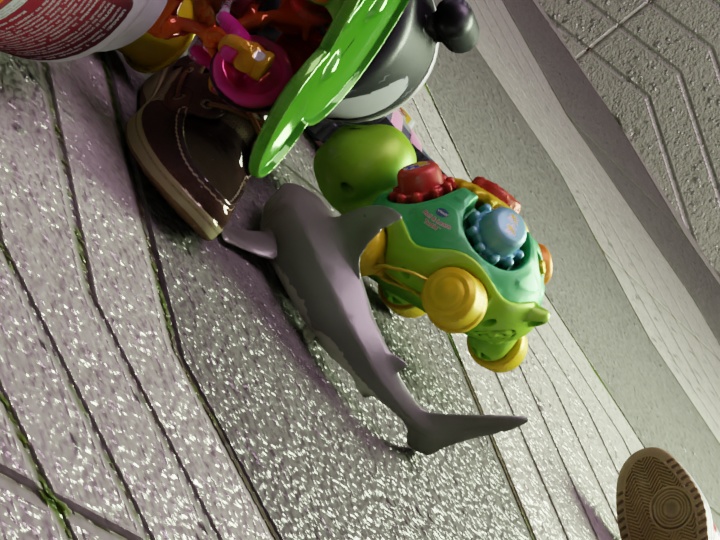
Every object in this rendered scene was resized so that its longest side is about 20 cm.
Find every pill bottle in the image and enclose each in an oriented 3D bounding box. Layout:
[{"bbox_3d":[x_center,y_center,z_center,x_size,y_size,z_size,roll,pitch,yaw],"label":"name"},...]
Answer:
[{"bbox_3d":[-0.169,-0.163,1.049,0.113,0.113,0.200,55,13,13],"label":"pill bottle"}]

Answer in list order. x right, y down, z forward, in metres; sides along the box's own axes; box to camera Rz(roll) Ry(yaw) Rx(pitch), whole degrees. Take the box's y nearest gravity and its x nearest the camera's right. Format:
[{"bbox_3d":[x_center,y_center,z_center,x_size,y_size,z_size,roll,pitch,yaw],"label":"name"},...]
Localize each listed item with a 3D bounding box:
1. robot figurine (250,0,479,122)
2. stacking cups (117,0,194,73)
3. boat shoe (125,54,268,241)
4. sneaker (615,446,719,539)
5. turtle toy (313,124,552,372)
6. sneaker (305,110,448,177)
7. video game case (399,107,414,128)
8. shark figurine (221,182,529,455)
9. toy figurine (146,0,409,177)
[{"bbox_3d":[-0.016,-0.160,1.367,0.150,0.125,0.200,42,3,11],"label":"robot figurine"},{"bbox_3d":[-0.172,-0.179,1.207,0.200,0.060,0.061,33,23,-50],"label":"stacking cups"},{"bbox_3d":[-0.084,-0.085,1.223,0.072,0.072,0.200,48,14,-19],"label":"boat shoe"},{"bbox_3d":[0.261,0.227,1.583,0.112,0.071,0.200,21,41,-59],"label":"sneaker"},{"bbox_3d":[0.045,-0.022,1.388,0.200,0.101,0.146,32,-4,24],"label":"turtle toy"},{"bbox_3d":[0.001,-0.101,1.607,0.200,0.070,0.082,56,-4,5],"label":"sneaker"},{"bbox_3d":[-0.027,-0.174,1.772,0.182,0.023,0.200,51,12,-5],"label":"video game case"},{"bbox_3d":[0.004,0.012,1.245,0.215,0.089,0.128,56,15,22],"label":"shark figurine"},{"bbox_3d":[-0.079,-0.173,1.186,0.184,0.200,0.150,32,-28,6],"label":"toy figurine"}]
